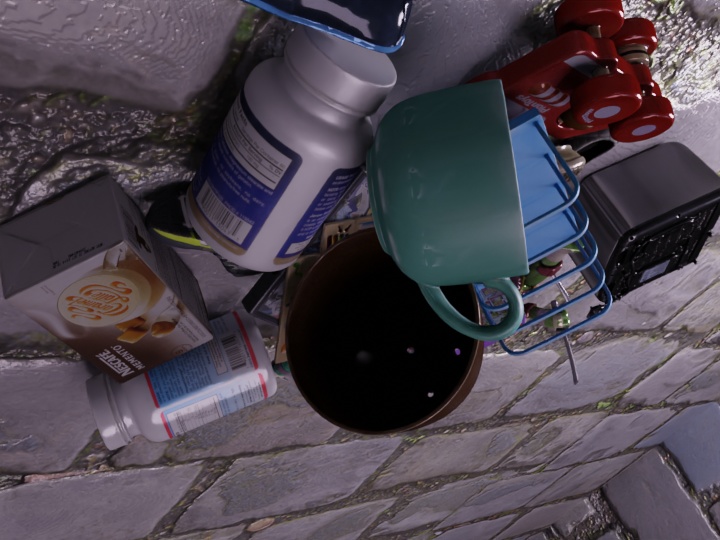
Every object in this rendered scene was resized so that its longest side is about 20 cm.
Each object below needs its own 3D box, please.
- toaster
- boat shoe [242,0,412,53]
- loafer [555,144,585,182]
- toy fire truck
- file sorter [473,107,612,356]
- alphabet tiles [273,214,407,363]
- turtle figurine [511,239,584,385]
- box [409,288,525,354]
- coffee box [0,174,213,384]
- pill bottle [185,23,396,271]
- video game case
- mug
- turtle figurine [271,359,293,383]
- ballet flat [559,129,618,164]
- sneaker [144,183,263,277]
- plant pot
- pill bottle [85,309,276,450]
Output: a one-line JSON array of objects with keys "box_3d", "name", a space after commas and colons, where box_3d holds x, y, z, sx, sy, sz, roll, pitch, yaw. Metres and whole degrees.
[{"box_3d": [0.388, -0.059, 1.115, 0.197, 0.120, 0.182, -24, 148, -10], "name": "toaster"}, {"box_3d": [-0.052, -0.216, 0.559, 0.198, 0.084, 0.070, 9, 111, -35], "name": "boat shoe"}, {"box_3d": [0.150, -0.114, 0.864, 0.197, 0.069, 0.076, -10, 164, -13], "name": "loafer"}, {"box_3d": [0.218, -0.186, 0.824, 0.166, 0.114, 0.198, -19, 162, 39], "name": "toy fire truck"}, {"box_3d": [0.160, -0.026, 0.799, 0.137, 0.124, 0.201, -27, 139, 8], "name": "file sorter"}, {"box_3d": [-0.009, 0.028, 0.828, 0.164, 0.006, 0.202, -13, 132, -30], "name": "alphabet tiles"}, {"box_3d": [0.264, 0.009, 1.095, 0.144, 0.198, 0.196, -48, 163, -43], "name": "turtle figurine"}, {"box_3d": [0.093, 0.055, 1.019, 0.198, 0.138, 0.039, -25, 149, -6], "name": "box"}, {"box_3d": [-0.232, 0.017, 0.748, 0.113, 0.080, 0.201, -24, 149, -1], "name": "coffee box"}, {"box_3d": [-0.058, -0.107, 0.675, 0.118, 0.121, 0.201, 3, 137, -42], "name": "pill bottle"}, {"box_3d": [0.000, 0.000, 0.833, 0.181, 0.026, 0.199, -50, 140, 11], "name": "video game case"}, {"box_3d": [0.069, -0.052, 0.630, 0.112, 0.188, 0.153, -8, 147, 12], "name": "mug"}, {"box_3d": [-0.046, 0.071, 0.954, 0.150, 0.100, 0.201, -46, 138, -19], "name": "turtle figurine"}, {"box_3d": [0.256, -0.126, 0.967, 0.199, 0.057, 0.066, -36, 150, 11], "name": "ballet flat"}, {"box_3d": [-0.125, -0.028, 0.786, 0.198, 0.075, 0.081, 8, 138, -43], "name": "sneaker"}, {"box_3d": [0.050, 0.078, 0.795, 0.186, 0.188, 0.200, -34, 155, 9], "name": "plant pot"}, {"box_3d": [-0.203, 0.127, 0.908, 0.197, 0.110, 0.109, -20, 149, -14], "name": "pill bottle"}]
